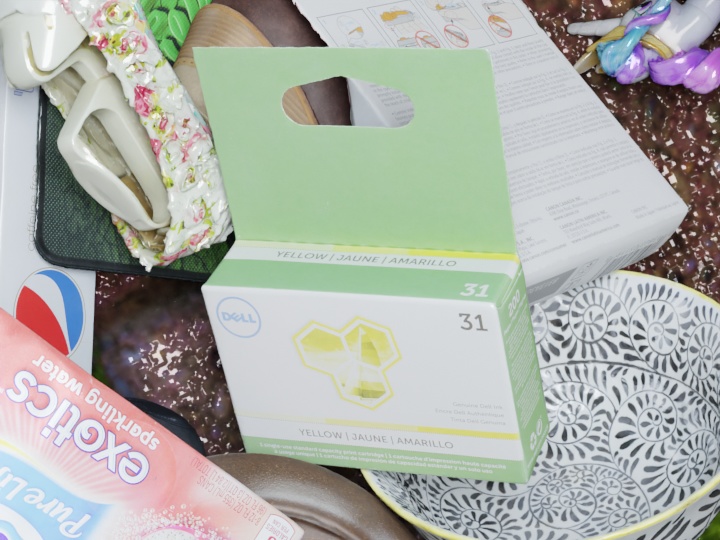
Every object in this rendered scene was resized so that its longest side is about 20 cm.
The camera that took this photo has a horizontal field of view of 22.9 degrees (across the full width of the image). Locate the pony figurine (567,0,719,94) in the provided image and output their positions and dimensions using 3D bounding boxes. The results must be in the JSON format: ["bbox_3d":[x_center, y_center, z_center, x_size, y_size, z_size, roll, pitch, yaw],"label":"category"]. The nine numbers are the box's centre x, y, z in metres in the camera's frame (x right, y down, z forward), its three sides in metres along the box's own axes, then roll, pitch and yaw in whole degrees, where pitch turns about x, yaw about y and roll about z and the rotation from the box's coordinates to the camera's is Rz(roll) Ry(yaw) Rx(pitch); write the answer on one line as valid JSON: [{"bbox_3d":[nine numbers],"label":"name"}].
[{"bbox_3d":[0.232,-0.139,0.930,0.193,0.167,0.200,38,82,28],"label":"pony figurine"}]

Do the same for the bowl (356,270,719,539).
[{"bbox_3d":[0.102,0.096,0.877,0.200,0.201,0.094,-22,126,-11],"label":"bowl"}]

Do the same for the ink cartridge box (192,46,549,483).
[{"bbox_3d":[0.000,0.000,0.791,0.145,0.048,0.200,3,127,23],"label":"ink cartridge box"}]

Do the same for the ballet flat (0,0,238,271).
[{"bbox_3d":[-0.122,-0.085,0.806,0.200,0.076,0.064,56,49,-19],"label":"ballet flat"}]

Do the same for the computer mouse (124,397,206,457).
[{"bbox_3d":[-0.130,0.105,0.816,0.053,0.200,0.139,14,91,35],"label":"computer mouse"}]

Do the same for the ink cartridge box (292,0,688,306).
[{"bbox_3d":[0.053,-0.076,0.892,0.161,0.050,0.200,-19,65,-46],"label":"ink cartridge box"}]

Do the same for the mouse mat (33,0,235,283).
[{"bbox_3d":[-0.089,-0.095,0.887,0.161,0.008,0.200,6,82,-39],"label":"mouse mat"}]

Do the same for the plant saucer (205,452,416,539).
[{"bbox_3d":[-0.046,0.180,0.787,0.200,0.032,0.201,3,79,-17],"label":"plant saucer"}]

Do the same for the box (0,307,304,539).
[{"bbox_3d":[-0.138,0.087,0.700,0.200,0.095,0.103,39,72,-14],"label":"box"}]

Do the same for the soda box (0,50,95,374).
[{"bbox_3d":[-0.173,-0.008,0.861,0.064,0.068,0.200,10,80,-51],"label":"soda box"}]

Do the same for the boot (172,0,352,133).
[{"bbox_3d":[0.008,-0.083,0.903,0.200,0.072,0.166,43,59,-15],"label":"boot"}]
